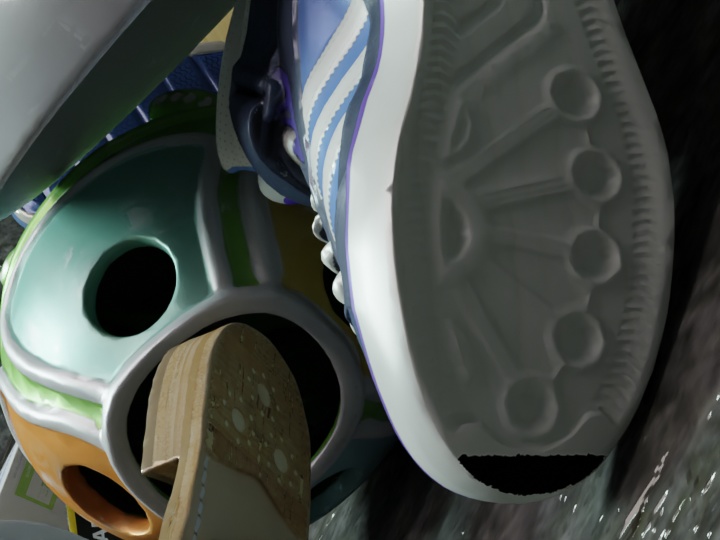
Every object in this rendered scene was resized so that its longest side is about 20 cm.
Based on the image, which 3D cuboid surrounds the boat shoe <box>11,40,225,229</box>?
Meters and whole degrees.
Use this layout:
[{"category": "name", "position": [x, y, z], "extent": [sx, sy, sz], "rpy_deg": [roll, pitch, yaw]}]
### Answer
[{"category": "boat shoe", "position": [-0.033, -0.044, 0.833], "extent": [0.072, 0.200, 0.072], "rpy_deg": [91, 156, -56]}]

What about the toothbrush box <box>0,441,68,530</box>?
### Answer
[{"category": "toothbrush box", "position": [-0.213, 0.218, 1.322], "extent": [0.200, 0.086, 0.146], "rpy_deg": [-57, 12, 34]}]

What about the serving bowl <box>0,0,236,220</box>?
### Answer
[{"category": "serving bowl", "position": [-0.067, -0.107, 0.680], "extent": [0.200, 0.066, 0.200], "rpy_deg": [-46, 1, 1]}]

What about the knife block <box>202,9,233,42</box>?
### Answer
[{"category": "knife block", "position": [0.004, -0.081, 0.927], "extent": [0.200, 0.176, 0.064], "rpy_deg": [-15, 27, 29]}]

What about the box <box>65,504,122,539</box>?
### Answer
[{"category": "box", "position": [-0.122, 0.045, 1.168], "extent": [0.200, 0.049, 0.160], "rpy_deg": [-87, -5, -66]}]

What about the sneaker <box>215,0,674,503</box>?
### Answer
[{"category": "sneaker", "position": [0.012, -0.022, 0.596], "extent": [0.146, 0.081, 0.200], "rpy_deg": [136, 133, -62]}]

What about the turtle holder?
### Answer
[{"category": "turtle holder", "position": [-0.027, 0.018, 0.724], "extent": [0.132, 0.185, 0.141], "rpy_deg": [-114, 8, -72]}]

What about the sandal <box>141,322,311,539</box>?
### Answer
[{"category": "sandal", "position": [-0.013, 0.094, 0.571], "extent": [0.070, 0.078, 0.212], "rpy_deg": [-24, 48, 24]}]

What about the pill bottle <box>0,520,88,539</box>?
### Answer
[{"category": "pill bottle", "position": [-0.172, 0.219, 0.997], "extent": [0.200, 0.113, 0.113], "rpy_deg": [-60, 10, 24]}]
